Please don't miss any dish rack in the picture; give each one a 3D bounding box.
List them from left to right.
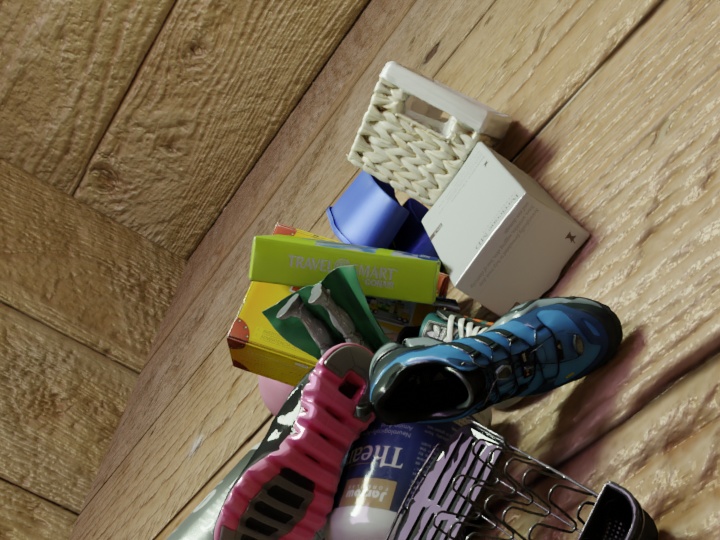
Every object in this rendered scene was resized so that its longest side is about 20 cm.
[{"bbox_3d":[0.087,0.184,0.635,0.200,0.054,0.154,24,82,52],"label":"dish rack"}]

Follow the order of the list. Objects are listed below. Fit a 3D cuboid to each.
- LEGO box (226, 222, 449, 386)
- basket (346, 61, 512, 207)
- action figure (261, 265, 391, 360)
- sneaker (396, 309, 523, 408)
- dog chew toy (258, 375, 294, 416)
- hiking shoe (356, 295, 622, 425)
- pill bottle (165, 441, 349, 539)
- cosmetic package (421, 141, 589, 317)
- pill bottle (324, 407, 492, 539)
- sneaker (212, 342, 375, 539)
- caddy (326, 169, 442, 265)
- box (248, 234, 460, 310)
[{"bbox_3d":[-0.022,0.054,1.037,0.077,0.199,0.149,92,-162,-60],"label":"LEGO box"},{"bbox_3d":[0.083,-0.154,1.133,0.124,0.135,0.200,-63,-11,14],"label":"basket"},{"bbox_3d":[0.006,0.097,0.909,0.118,0.200,0.055,-25,24,38],"label":"action figure"},{"bbox_3d":[0.093,0.075,0.871,0.072,0.080,0.200,-65,16,-17],"label":"sneaker"},{"bbox_3d":[-0.045,0.089,1.176,0.125,0.124,0.201,-113,44,-72],"label":"dog chew toy"},{"bbox_3d":[0.100,0.078,0.727,0.199,0.075,0.087,-18,14,13],"label":"hiking shoe"},{"bbox_3d":[-0.083,0.224,0.849,0.200,0.114,0.114,-45,7,-28],"label":"pill bottle"},{"bbox_3d":[0.135,-0.041,0.955,0.113,0.081,0.200,-55,15,12],"label":"cosmetic package"},{"bbox_3d":[0.035,0.188,0.793,0.111,0.111,0.201,-40,25,52],"label":"pill bottle"},{"bbox_3d":[-0.055,0.151,0.795,0.200,0.079,0.095,-54,16,-21],"label":"sneaker"},{"bbox_3d":[0.031,-0.040,1.181,0.105,0.141,0.200,-52,16,11],"label":"caddy"},{"bbox_3d":[0.000,0.000,0.954,0.122,0.199,0.048,-32,-50,-85],"label":"box"}]
